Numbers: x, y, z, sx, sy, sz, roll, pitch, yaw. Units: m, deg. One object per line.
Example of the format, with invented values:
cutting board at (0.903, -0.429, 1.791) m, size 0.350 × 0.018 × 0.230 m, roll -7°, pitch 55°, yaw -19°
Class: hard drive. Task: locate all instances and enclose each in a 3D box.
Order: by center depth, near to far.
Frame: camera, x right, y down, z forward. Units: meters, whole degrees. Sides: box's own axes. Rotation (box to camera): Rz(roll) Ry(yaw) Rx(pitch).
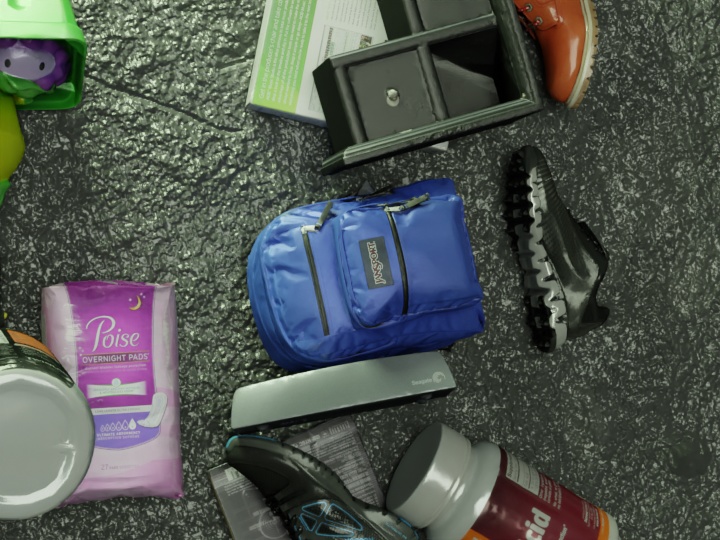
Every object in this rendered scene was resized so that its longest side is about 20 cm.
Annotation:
hard drive at (-0.018, 0.111, 1.346) m, size 0.199 × 0.135 × 0.043 m, roll -11°, pitch 82°, yaw -2°

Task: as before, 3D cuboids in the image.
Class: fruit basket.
fruit basket at (-0.340, -0.155, 1.291) m, size 0.214 × 0.156 × 0.217 m, roll 5°, pitch 69°, yaw -12°

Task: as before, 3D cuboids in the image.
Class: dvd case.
dvd case at (-0.039, 0.253, 1.389) m, size 0.148 × 0.016 × 0.201 m, roll -20°, pitch 83°, yaw -17°

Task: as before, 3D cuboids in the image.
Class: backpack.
backpack at (0.000, 0.000, 1.351) m, size 0.199 × 0.168 × 0.163 m, roll -11°, pitch 78°, yaw -13°

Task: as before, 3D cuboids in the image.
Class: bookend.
bookend at (0.040, -0.212, 1.372) m, size 0.198 × 0.092 × 0.201 m, roll -16°, pitch 91°, yaw -14°

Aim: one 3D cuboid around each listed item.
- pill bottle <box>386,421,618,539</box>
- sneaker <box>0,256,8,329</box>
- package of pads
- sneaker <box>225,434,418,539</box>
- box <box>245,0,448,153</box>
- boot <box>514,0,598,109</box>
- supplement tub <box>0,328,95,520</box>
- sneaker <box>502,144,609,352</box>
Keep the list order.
pill bottle at (0.132, 0.232, 1.399) m, size 0.199 × 0.114 × 0.115 m, roll 32°, pitch 80°, yaw -11°
sneaker at (-0.327, 0.080, 1.318) m, size 0.084 × 0.074 × 0.201 m, roll 6°, pitch 95°, yaw -20°
package of pads at (-0.222, 0.108, 1.335) m, size 0.120 × 0.076 × 0.201 m, roll -2°, pitch 88°, yaw -17°
sneaker at (-0.044, 0.221, 1.348) m, size 0.199 × 0.073 × 0.082 m, roll 34°, pitch 72°, yaw -4°
box at (0.000, -0.203, 1.427) m, size 0.199 × 0.036 × 0.145 m, roll 13°, pitch 84°, yaw -15°
boot at (0.174, -0.255, 1.459) m, size 0.107 × 0.075 × 0.201 m, roll -1°, pitch 79°, yaw -11°
supplement tub at (-0.285, 0.115, 1.191) m, size 0.122 × 0.200 × 0.123 m, roll -3°, pitch 98°, yaw -19°
sneaker at (0.196, -0.026, 1.455) m, size 0.090 × 0.066 × 0.201 m, roll -13°, pitch 94°, yaw -17°
